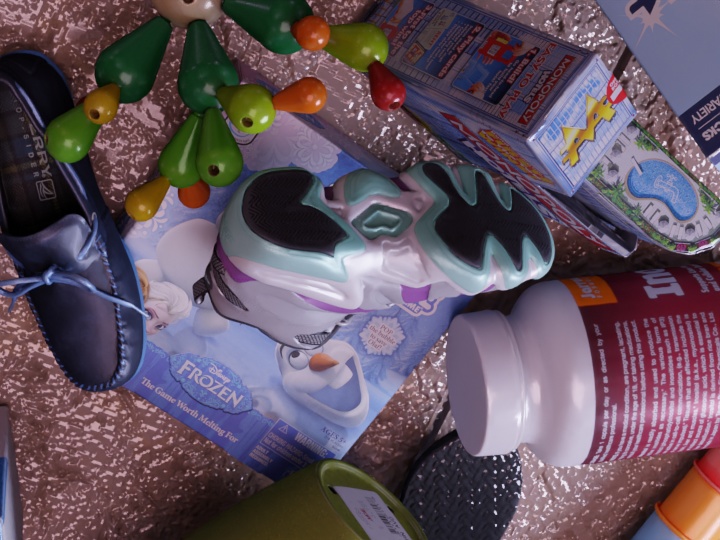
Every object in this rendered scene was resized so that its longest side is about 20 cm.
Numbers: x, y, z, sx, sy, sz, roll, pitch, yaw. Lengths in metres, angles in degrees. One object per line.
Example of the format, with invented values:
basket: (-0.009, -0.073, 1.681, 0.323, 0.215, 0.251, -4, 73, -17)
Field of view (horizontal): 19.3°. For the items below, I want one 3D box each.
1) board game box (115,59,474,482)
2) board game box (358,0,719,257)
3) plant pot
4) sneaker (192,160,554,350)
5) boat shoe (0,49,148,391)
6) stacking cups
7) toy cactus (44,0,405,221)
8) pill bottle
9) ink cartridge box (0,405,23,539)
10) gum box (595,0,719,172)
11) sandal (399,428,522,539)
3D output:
board game box: (-0.053, 0.011, 1.280, 0.199, 0.043, 0.199, 34, 104, -20)
board game box: (0.106, -0.074, 1.177, 0.200, 0.200, 0.062, 40, 87, -21)
plant pot: (-0.054, 0.215, 1.284, 0.187, 0.187, 0.200, 35, 107, -20)
sneaker: (0.000, 0.000, 1.209, 0.198, 0.078, 0.140, 6, 149, -22)
boat shoe: (-0.184, -0.022, 1.208, 0.084, 0.069, 0.201, -21, 96, 15)
stacking cups: (0.197, 0.183, 1.383, 0.060, 0.061, 0.201, 29, 104, -19)
toy cactus: (-0.081, -0.122, 1.174, 0.199, 0.166, 0.102, -19, 160, 16)
pill bottle: (0.158, 0.058, 1.281, 0.198, 0.113, 0.114, -6, 114, -13)
ink cartridge box: (-0.304, 0.156, 1.251, 0.198, 0.145, 0.085, -6, 114, -6)
gum box: (0.208, -0.183, 1.159, 0.170, 0.201, 0.045, -37, 156, 12)
sandal: (0.055, 0.170, 1.368, 0.075, 0.048, 0.202, 3, 125, -11)
